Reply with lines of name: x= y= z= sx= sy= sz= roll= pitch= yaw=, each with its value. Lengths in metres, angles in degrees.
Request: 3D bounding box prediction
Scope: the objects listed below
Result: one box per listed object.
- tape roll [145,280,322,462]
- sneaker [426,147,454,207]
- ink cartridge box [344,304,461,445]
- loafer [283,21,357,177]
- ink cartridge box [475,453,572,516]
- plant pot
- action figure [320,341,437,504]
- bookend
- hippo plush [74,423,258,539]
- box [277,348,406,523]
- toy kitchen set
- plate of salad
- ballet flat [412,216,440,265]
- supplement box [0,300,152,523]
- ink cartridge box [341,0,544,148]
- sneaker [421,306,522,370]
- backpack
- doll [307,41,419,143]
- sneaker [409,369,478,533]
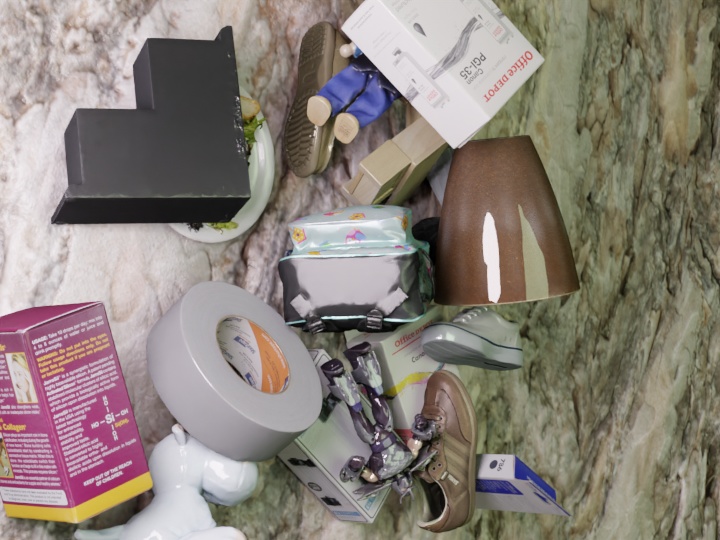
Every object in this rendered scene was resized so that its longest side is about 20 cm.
tape roll: x=-0.137 y=0.110 z=1.575 sx=0.200 sy=0.066 sz=0.200 roll=35 pitch=31 yaw=-25
sneaker: x=0.137 y=-0.110 z=1.932 sx=0.071 sy=0.073 sz=0.200 roll=-30 pitch=108 yaw=-68
ink cartridge box: x=0.058 y=0.121 z=1.827 sx=0.116 sy=0.067 sz=0.200 roll=-32 pitch=108 yaw=-41
loafer: x=-0.042 y=-0.205 z=1.752 sx=0.067 sy=0.076 sz=0.200 roll=18 pitch=74 yaw=-35
ink cartridge box: x=0.173 y=0.272 z=1.835 sx=0.099 sy=0.200 sz=0.039 roll=43 pitch=60 yaw=-35
plant pot: x=0.175 y=-0.067 z=1.808 sx=0.187 sy=0.187 sz=0.201 roll=-11 pitch=98 yaw=-43
action figure: x=0.020 y=0.190 z=1.697 sx=0.130 sy=0.069 sz=0.200 roll=-31 pitch=103 yaw=-28
bookend: x=-0.233 y=-0.156 z=1.537 sx=0.200 sy=0.092 sz=0.199 roll=-2 pitch=75 yaw=-22
hippo plush: x=-0.191 y=0.265 z=1.558 sx=0.200 sy=0.159 sz=0.161 roll=10 pitch=54 yaw=-2
box: x=-0.036 y=0.202 z=1.737 sx=0.200 sy=0.060 sz=0.117 roll=52 pitch=55 yaw=-28
toy kitchen set: x=0.014 y=-0.180 z=1.804 sx=0.180 sy=0.163 sz=0.200 roll=46 pitch=61 yaw=8
plate of salad: x=-0.169 y=-0.132 z=1.644 sx=0.200 sy=0.048 sz=0.201 roll=4 pitch=84 yaw=-44
ballet flat: x=0.049 y=-0.016 z=1.852 sx=0.200 sy=0.057 sz=0.067 roll=-24 pitch=110 yaw=-35
supplement box: x=-0.307 y=0.141 z=1.436 sx=0.103 sy=0.131 sz=0.200 roll=-22 pitch=103 yaw=-44
ink cartridge box: x=0.100 y=-0.267 z=1.687 sx=0.200 sy=0.083 sz=0.147 roll=46 pitch=53 yaw=-5
sneaker: x=0.138 y=0.080 z=1.813 sx=0.200 sy=0.073 sz=0.071 roll=19 pitch=63 yaw=-55
backpack: x=0.000 y=0.000 z=1.688 sx=0.200 sy=0.175 sz=0.154 roll=18 pitch=67 yaw=-79
doll: x=0.026 y=-0.228 z=1.709 sx=0.136 sy=0.049 sz=0.200 roll=34 pitch=54 yaw=12
sneaker: x=0.099 y=0.225 z=1.767 sx=0.075 sy=0.070 sz=0.201 roll=-10 pitch=95 yaw=-42
